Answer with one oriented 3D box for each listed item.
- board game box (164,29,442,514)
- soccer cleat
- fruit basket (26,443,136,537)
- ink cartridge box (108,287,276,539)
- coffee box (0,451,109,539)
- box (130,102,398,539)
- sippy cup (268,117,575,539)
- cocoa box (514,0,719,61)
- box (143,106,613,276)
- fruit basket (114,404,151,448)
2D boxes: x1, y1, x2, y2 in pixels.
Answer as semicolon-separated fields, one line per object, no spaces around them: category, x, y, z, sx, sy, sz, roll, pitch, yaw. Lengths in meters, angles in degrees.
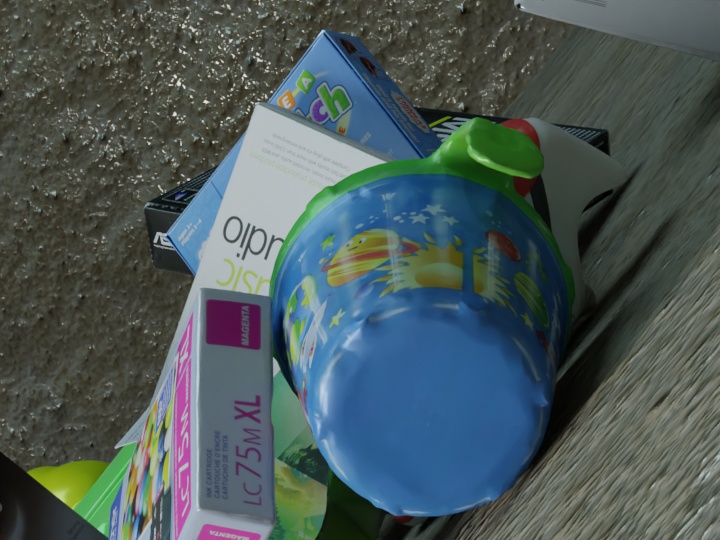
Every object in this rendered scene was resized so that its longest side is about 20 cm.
board game box;0.000;0.000;1.270;0.037;0.200;0.151;3;-47;-53
soccer cleat;0.064;0.028;1.154;0.069;0.085;0.201;35;110;64
fruit basket;-0.140;0.185;1.516;0.215;0.155;0.216;-42;17;17
ink cartridge box;-0.081;0.116;1.095;0.201;0.042;0.120;112;161;-46
coffee box;-0.153;0.187;1.184;0.080;0.200;0.113;-49;3;41
box;-0.026;0.033;1.237;0.036;0.144;0.201;8;-76;-54
sippy cup;0.027;0.035;1.038;0.139;0.179;0.130;-15;18;4
cocoa box;0.171;-0.227;1.285;0.131;0.133;0.201;-57;-21;-69
box;0.012;-0.040;1.407;0.192;0.048;0.200;8;26;38
fruit basket;-0.023;0.047;1.425;0.199;0.094;0.185;-21;15;22
